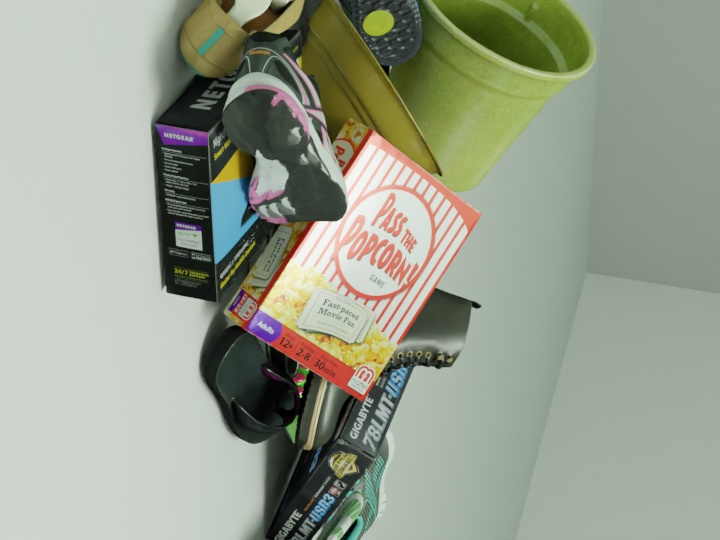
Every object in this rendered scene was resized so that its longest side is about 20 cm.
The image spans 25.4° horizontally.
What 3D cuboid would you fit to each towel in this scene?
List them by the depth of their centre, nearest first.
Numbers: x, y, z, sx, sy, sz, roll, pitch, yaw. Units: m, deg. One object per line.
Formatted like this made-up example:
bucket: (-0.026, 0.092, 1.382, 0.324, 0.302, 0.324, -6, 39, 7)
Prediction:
towel: (-0.063, 0.310, 1.630, 0.153, 0.023, 0.200, -53, 174, 20)

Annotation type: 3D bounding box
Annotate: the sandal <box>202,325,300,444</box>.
sandal: (-0.090, 0.115, 1.441, 0.076, 0.048, 0.201, -57, 157, -12)

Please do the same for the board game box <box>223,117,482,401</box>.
board game box: (-0.005, -0.008, 1.390, 0.151, 0.046, 0.201, 33, 89, -37)

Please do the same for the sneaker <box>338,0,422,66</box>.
sneaker: (0.000, -0.276, 1.461, 0.200, 0.066, 0.079, 54, 14, -43)

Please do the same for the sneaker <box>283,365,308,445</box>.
sneaker: (-0.045, 0.090, 1.630, 0.084, 0.076, 0.201, 112, 0, -55)

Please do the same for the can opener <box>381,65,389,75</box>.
can opener: (0.012, -0.249, 1.641, 0.079, 0.063, 0.202, -114, -144, -65)

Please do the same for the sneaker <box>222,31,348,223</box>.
sneaker: (-0.050, -0.109, 1.229, 0.200, 0.080, 0.087, 78, 15, -61)

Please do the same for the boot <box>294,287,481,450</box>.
boot: (0.026, 0.089, 1.496, 0.077, 0.137, 0.201, 131, -21, -74)

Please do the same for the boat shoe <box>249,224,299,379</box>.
boat shoe: (-0.065, 0.035, 1.489, 0.071, 0.063, 0.201, -64, 159, -48)

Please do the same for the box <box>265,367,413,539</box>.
box: (-0.013, 0.166, 1.649, 0.199, 0.049, 0.201, -57, -174, 45)

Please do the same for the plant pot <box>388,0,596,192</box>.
plant pot: (0.106, -0.187, 1.595, 0.185, 0.199, 0.201, -60, 180, 35)

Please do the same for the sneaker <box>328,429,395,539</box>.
sneaker: (-0.008, 0.245, 1.848, 0.091, 0.077, 0.201, -59, 153, -47)

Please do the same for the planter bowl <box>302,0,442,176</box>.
planter bowl: (-0.012, -0.149, 1.464, 0.201, 0.083, 0.200, 58, 1, -2)

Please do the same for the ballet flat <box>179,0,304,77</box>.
ballet flat: (-0.076, -0.216, 1.252, 0.063, 0.069, 0.201, -42, -167, 39)

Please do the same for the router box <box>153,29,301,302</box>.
router box: (-0.101, -0.090, 1.284, 0.200, 0.051, 0.150, -59, 154, -54)
